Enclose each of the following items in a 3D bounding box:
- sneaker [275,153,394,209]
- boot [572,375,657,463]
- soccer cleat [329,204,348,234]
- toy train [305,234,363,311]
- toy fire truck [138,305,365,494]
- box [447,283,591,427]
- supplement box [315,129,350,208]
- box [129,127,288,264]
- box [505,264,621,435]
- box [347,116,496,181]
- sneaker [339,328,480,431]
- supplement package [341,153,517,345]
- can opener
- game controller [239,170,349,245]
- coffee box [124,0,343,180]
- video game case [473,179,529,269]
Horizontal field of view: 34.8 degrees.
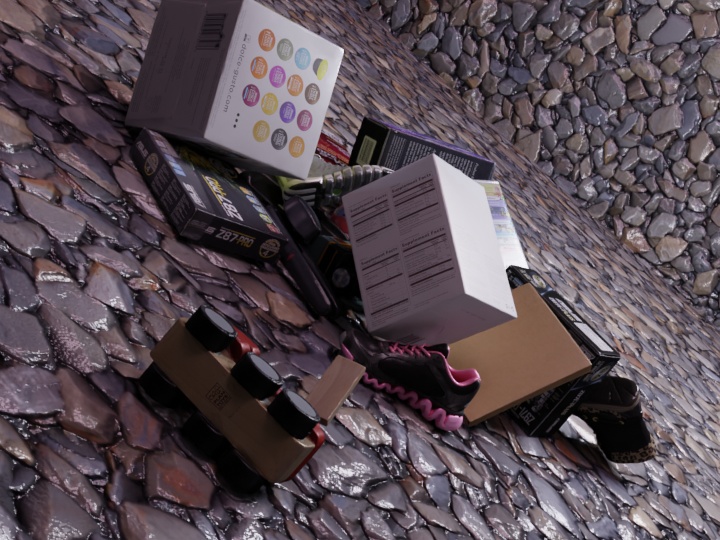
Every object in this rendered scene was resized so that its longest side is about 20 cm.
[{"bbox_3d":[-0.040,-0.153,1.757,0.199,0.075,0.116,-5,41,-27],"label":"sneaker"},{"bbox_3d":[0.357,0.223,1.775,0.199,0.073,0.151,2,-44,40],"label":"boot"},{"bbox_3d":[0.033,-0.054,1.843,0.200,0.077,0.067,23,24,-37],"label":"soccer cleat"},{"bbox_3d":[0.000,0.000,1.649,0.114,0.085,0.200,36,15,25],"label":"toy train"},{"bbox_3d":[-0.092,0.114,1.142,0.176,0.129,0.200,43,6,16],"label":"toy fire truck"},{"bbox_3d":[0.194,0.114,1.596,0.199,0.021,0.164,-22,55,-17],"label":"box"},{"bbox_3d":[-0.063,-0.183,2.002,0.109,0.061,0.200,26,23,-33],"label":"supplement box"},{"bbox_3d":[-0.205,-0.099,1.537,0.161,0.049,0.200,18,25,-43],"label":"box"},{"bbox_3d":[0.256,0.119,1.710,0.200,0.164,0.086,47,20,29],"label":"box"},{"bbox_3d":[0.099,-0.169,1.898,0.199,0.105,0.148,15,10,-21],"label":"box"},{"bbox_3d":[0.067,0.118,1.459,0.200,0.096,0.079,32,20,-16],"label":"sneaker"},{"bbox_3d":[0.091,-0.018,1.528,0.152,0.150,0.201,24,49,-54],"label":"supplement package"},{"bbox_3d":[-0.082,-0.016,1.557,0.063,0.079,0.200,17,38,-47],"label":"can opener"},{"bbox_3d":[-0.101,-0.087,1.743,0.200,0.042,0.104,41,32,11],"label":"game controller"},{"bbox_3d":[-0.178,-0.259,1.629,0.200,0.201,0.197,14,-4,46],"label":"coffee box"},{"bbox_3d":[0.163,-0.059,1.770,0.199,0.022,0.183,0,64,-36],"label":"video game case"}]
